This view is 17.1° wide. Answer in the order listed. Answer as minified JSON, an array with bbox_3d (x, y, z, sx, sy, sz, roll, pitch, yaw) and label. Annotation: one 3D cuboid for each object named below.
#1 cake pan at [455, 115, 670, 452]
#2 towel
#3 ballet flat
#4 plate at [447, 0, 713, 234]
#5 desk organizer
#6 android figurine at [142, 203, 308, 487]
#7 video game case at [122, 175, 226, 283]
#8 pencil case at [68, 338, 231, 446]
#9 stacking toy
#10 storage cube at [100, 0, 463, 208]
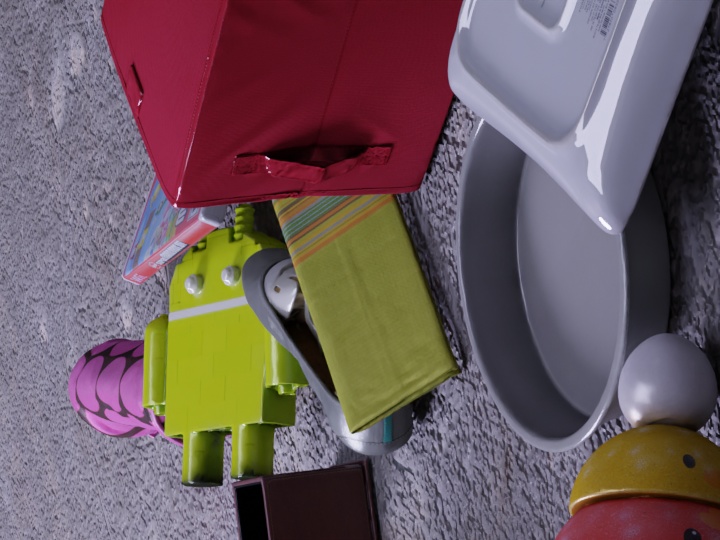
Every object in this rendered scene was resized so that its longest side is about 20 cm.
[{"bbox_3d":[0.108,-0.005,1.274,0.200,0.037,0.201,175,90,-68],"label":"cake pan"},{"bbox_3d":[0.000,0.000,1.511,0.086,0.018,0.200,-34,56,23],"label":"towel"},{"bbox_3d":[-0.020,0.035,1.558,0.064,0.067,0.200,90,155,-46],"label":"ballet flat"},{"bbox_3d":[0.107,-0.146,1.193,0.200,0.032,0.200,48,124,55],"label":"plate"},{"bbox_3d":[-0.029,0.233,1.614,0.072,0.077,0.201,159,105,-67],"label":"desk organizer"},{"bbox_3d":[-0.096,0.054,1.722,0.182,0.041,0.201,-10,76,51],"label":"android figurine"},{"bbox_3d":[-0.119,-0.077,1.745,0.200,0.017,0.143,-31,40,65],"label":"video game case"},{"bbox_3d":[-0.158,0.098,1.892,0.094,0.091,0.200,55,162,-14],"label":"pencil case"},{"bbox_3d":[0.140,0.125,1.141,0.146,0.146,0.201,139,138,-63],"label":"stacking toy"},{"bbox_3d":[-0.045,-0.166,1.437,0.180,0.170,0.200,110,147,-45],"label":"storage cube"}]
